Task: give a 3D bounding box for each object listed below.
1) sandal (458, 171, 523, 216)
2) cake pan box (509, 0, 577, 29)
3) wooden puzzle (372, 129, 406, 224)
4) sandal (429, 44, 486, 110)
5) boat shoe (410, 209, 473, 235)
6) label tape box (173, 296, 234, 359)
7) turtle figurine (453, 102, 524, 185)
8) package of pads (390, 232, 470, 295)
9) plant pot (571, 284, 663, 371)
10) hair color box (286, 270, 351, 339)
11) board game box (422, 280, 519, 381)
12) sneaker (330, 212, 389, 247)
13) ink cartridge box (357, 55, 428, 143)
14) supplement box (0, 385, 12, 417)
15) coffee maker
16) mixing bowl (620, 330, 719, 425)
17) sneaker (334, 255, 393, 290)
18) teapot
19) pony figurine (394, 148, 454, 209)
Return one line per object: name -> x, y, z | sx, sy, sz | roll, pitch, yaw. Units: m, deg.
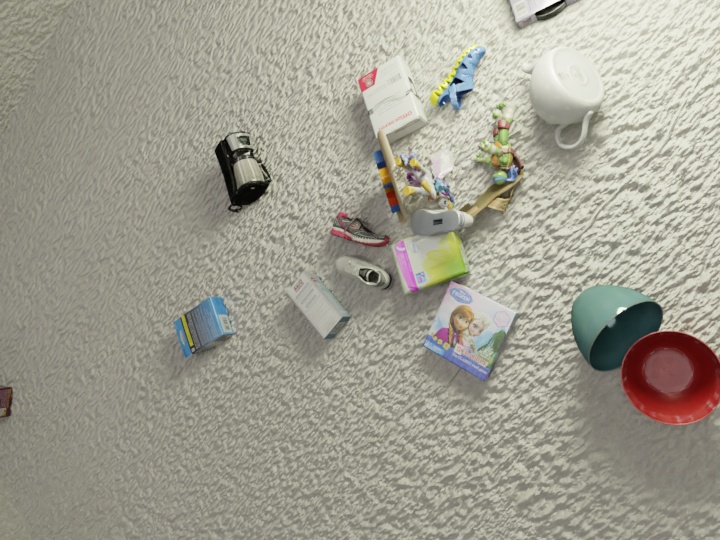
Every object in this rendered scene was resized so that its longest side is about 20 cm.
sandal -> 0.353, -0.176, 1.499 | 0.210, 0.078, 0.070 | -34, 110, 4
cake pan box -> 0.475, -0.764, 1.478 | 0.182, 0.052, 0.203 | -20, 77, 28
wooden puzzle -> 0.075, -0.254, 1.548 | 0.046, 0.201, 0.187 | -14, 46, 2
sandal -> 0.283, -0.524, 1.555 | 0.087, 0.079, 0.201 | 45, 115, 20
boat shoe -> 0.213, -0.125, 1.491 | 0.199, 0.065, 0.075 | 12, 99, 55
label tape box -> -0.546, 0.199, 1.957 | 0.199, 0.066, 0.145 | -32, 72, 26
turtle figurine -> 0.328, -0.330, 1.471 | 0.198, 0.143, 0.197 | 9, 81, 35
package of pads -> 0.193, -0.034, 1.568 | 0.198, 0.068, 0.157 | -21, 77, 23
plant pot -> 0.569, 0.113, 1.304 | 0.201, 0.199, 0.135 | -51, 38, 15
hair color box -> -0.130, 0.105, 1.739 | 0.099, 0.060, 0.200 | -49, 67, 16
board game box -> 0.294, 0.159, 1.515 | 0.198, 0.041, 0.202 | 27, 99, 27
sneaker -> -0.003, -0.119, 1.675 | 0.198, 0.080, 0.076 | 19, 93, 28
ink cartridge box -> 0.094, -0.492, 1.645 | 0.144, 0.083, 0.203 | -22, 77, 25
supplement box -> -1.641, 0.578, 2.446 | 0.102, 0.199, 0.133 | 1, 87, 28
coffee maker -> -0.412, -0.331, 1.881 | 0.191, 0.134, 0.203 | -27, 74, 25
mixing bowl -> 0.689, 0.230, 1.255 | 0.197, 0.108, 0.204 | 0, 90, 26
sneaker -> 0.000, 0.000, 1.665 | 0.198, 0.080, 0.078 | 18, 96, 30
teapot -> 0.491, -0.433, 1.393 | 0.146, 0.196, 0.202 | -44, 18, 56
pony figurine -> 0.177, -0.249, 1.544 | 0.166, 0.199, 0.195 | -33, 56, 29
